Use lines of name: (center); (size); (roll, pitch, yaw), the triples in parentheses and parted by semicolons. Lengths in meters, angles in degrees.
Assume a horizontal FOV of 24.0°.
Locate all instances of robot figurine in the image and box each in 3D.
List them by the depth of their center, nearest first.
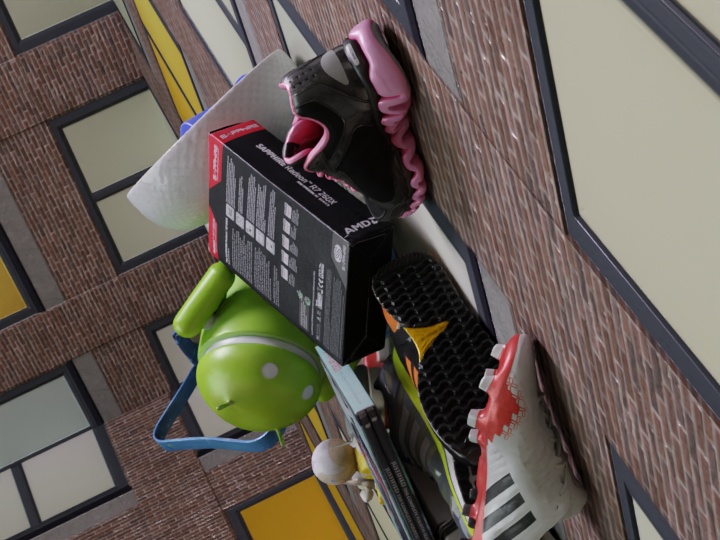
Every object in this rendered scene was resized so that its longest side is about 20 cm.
robot figurine: (-0.085, 0.057, 1.534); (0.175, 0.116, 0.201); (30, -130, -28)

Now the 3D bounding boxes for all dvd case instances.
dvd case: (0.022, 0.168, 1.426); (0.146, 0.022, 0.201); (-127, 14, -65)

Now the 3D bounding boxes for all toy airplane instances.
toy airplane: (0.013, 0.151, 1.632); (0.199, 0.141, 0.201); (-130, 17, -63)

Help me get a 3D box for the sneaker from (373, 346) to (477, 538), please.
sneaker: (0.071, 0.145, 1.385); (0.081, 0.074, 0.201); (-50, 53, 46)

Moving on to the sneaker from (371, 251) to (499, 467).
sneaker: (0.072, 0.079, 1.295); (0.090, 0.070, 0.200); (65, 180, -50)

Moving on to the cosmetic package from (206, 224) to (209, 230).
cosmetic package: (-0.189, -0.043, 2.681); (0.101, 0.071, 0.201); (86, 158, -71)

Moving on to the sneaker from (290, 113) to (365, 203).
sneaker: (-0.013, -0.073, 1.442); (0.072, 0.072, 0.201); (-48, -51, -68)

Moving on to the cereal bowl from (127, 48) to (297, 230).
cereal bowl: (-0.115, -0.106, 1.549); (0.083, 0.200, 0.200); (45, 174, -5)

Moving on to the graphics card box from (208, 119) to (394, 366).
graphics card box: (-0.053, -0.026, 1.404); (0.200, 0.051, 0.126); (39, 137, 40)

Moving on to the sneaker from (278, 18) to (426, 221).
sneaker: (-0.011, -0.092, 1.193); (0.079, 0.095, 0.200); (58, 172, 31)

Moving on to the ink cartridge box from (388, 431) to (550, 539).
ink cartridge box: (0.107, 0.230, 1.449); (0.200, 0.084, 0.146); (59, 171, 36)

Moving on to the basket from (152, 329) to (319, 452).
basket: (-0.107, 0.095, 1.692); (0.176, 0.200, 0.139); (-2, 135, 44)

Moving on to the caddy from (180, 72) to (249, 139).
caddy: (-0.095, -0.101, 1.730); (0.141, 0.105, 0.201); (-14, 100, 59)

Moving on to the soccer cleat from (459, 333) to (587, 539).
soccer cleat: (0.117, 0.130, 1.164); (0.069, 0.085, 0.201); (-61, -21, -56)

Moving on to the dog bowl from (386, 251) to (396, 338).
dog bowl: (0.000, 0.000, 1.587); (0.112, 0.049, 0.200); (67, 172, -16)
